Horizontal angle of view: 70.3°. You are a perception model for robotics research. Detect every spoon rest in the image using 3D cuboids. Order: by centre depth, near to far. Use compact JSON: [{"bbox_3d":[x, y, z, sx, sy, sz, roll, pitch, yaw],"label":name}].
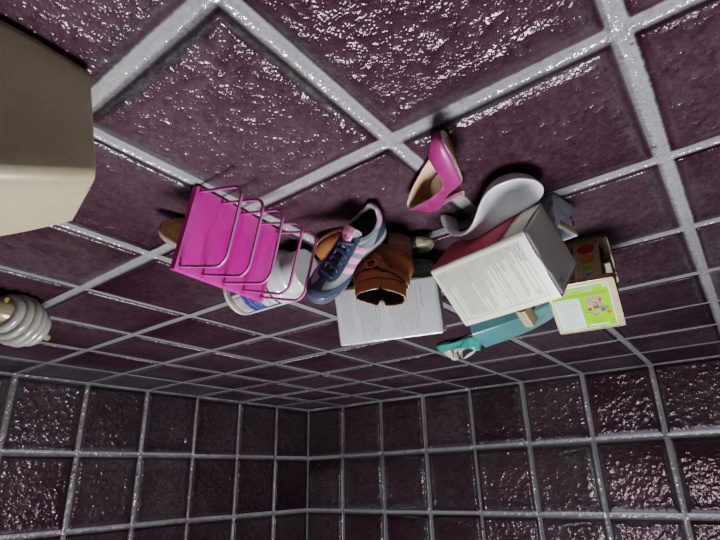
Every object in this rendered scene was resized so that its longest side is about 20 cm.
[{"bbox_3d":[0.218,-0.103,0.864,0.098,0.062,0.199,12,155,-31],"label":"spoon rest"}]

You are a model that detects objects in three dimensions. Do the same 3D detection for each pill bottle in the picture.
[{"bbox_3d":[-0.185,0.020,1.069,0.198,0.113,0.110,-17,154,33],"label":"pill bottle"}]

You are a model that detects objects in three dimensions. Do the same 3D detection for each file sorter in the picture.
[{"bbox_3d":[-0.181,-0.038,0.852,0.124,0.141,0.199,2,164,35],"label":"file sorter"}]

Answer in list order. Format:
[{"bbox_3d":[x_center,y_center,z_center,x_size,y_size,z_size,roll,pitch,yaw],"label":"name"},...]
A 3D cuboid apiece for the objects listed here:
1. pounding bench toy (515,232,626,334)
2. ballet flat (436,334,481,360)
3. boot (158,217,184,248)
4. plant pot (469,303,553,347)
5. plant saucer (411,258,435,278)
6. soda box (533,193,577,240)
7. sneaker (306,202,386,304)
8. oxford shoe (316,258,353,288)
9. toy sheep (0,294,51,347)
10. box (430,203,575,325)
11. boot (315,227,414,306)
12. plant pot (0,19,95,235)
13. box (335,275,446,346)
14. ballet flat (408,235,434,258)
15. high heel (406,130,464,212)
[{"bbox_3d":[0.423,0.030,1.059,0.197,0.157,0.125,-14,123,29],"label":"pounding bench toy"},{"bbox_3d":[0.342,0.277,1.793,0.067,0.072,0.199,13,154,-34],"label":"ballet flat"},{"bbox_3d":[-0.314,-0.034,0.986,0.198,0.071,0.145,18,153,-39],"label":"boot"},{"bbox_3d":[0.361,0.077,1.219,0.197,0.143,0.141,-19,153,20],"label":"plant pot"},{"bbox_3d":[0.110,0.012,1.129,0.196,0.051,0.200,-6,168,-1],"label":"plant saucer"},{"bbox_3d":[0.292,-0.067,0.952,0.067,0.065,0.199,16,152,-38],"label":"soda box"},{"bbox_3d":[-0.030,-0.036,0.880,0.070,0.201,0.082,28,157,23],"label":"sneaker"},{"bbox_3d":[-0.053,0.005,1.053,0.197,0.072,0.073,-4,-177,33],"label":"oxford shoe"},{"bbox_3d":[-0.844,0.126,1.265,0.135,0.140,0.201,-6,154,10],"label":"toy sheep"},{"bbox_3d":[0.245,-0.006,0.890,0.199,0.109,0.129,-25,104,44],"label":"box"},{"bbox_3d":[0.000,0.000,0.944,0.196,0.157,0.077,5,135,5],"label":"boot"},{"bbox_3d":[-0.400,-0.145,0.558,0.175,0.203,0.199,2,161,-40],"label":"plant pot"},{"bbox_3d":[0.065,0.081,1.020,0.196,0.108,0.152,-9,173,11],"label":"box"},{"bbox_3d":[0.069,-0.023,1.048,0.198,0.058,0.066,-21,143,39],"label":"ballet flat"},{"bbox_3d":[0.099,-0.139,0.759,0.094,0.068,0.200,-18,168,11],"label":"high heel"}]
